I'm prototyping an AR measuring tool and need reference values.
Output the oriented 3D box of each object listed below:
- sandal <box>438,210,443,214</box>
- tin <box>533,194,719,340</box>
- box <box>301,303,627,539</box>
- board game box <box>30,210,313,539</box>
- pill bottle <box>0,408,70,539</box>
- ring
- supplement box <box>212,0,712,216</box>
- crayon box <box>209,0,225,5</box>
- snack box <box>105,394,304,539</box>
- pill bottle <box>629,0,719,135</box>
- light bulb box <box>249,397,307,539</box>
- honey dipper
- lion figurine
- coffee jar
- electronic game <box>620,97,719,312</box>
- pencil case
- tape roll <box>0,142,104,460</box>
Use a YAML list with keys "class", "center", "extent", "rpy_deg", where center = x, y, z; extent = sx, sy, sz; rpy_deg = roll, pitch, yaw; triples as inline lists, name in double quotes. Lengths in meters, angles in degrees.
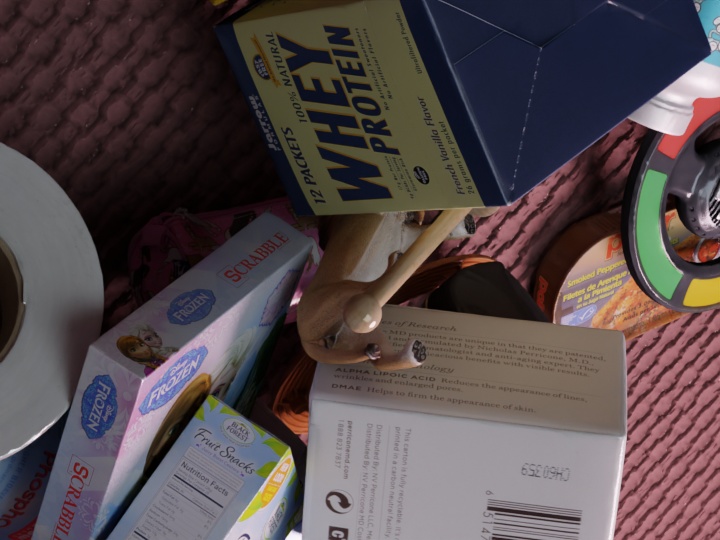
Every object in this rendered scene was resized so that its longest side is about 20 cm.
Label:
- class: "sandal"
  center: [0.027, -0.108, 1.507]
  extent: [0.054, 0.082, 0.201]
  rpy_deg: [-21, 126, 4]
- class: "tin"
  center: [0.221, -0.006, 1.757]
  extent: [0.199, 0.042, 0.113]
  rpy_deg: [-21, 133, -27]
- class: "box"
  center: [0.064, 0.143, 1.429]
  extent: [0.199, 0.131, 0.200]
  rpy_deg: [6, 117, 4]
- class: "board game box"
  center: [-0.119, 0.087, 1.372]
  extent: [0.200, 0.041, 0.200]
  rpy_deg: [-41, 158, -51]
- class: "pill bottle"
  center: [-0.236, 0.113, 1.422]
  extent: [0.200, 0.109, 0.109]
  rpy_deg: [30, 98, -46]
- class: "ring"
  center: [0.024, 0.059, 1.600]
  extent: [0.200, 0.019, 0.201]
  rpy_deg: [-28, 156, -14]
- class: "supplement box"
  center: [0.061, -0.139, 1.340]
  extent: [0.200, 0.199, 0.135]
  rpy_deg: [-35, 111, -33]
- class: "crayon box"
  center: [-0.039, -0.237, 1.313]
  extent: [0.127, 0.051, 0.200]
  rpy_deg: [-31, 160, -36]
- class: "snack box"
  center: [-0.117, 0.193, 1.381]
  extent: [0.201, 0.067, 0.169]
  rpy_deg: [-56, 168, -13]
- class: "pill bottle"
  center: [0.241, -0.201, 1.586]
  extent: [0.110, 0.111, 0.201]
  rpy_deg: [7, 114, -41]
- class: "light bulb box"
  center: [-0.105, 0.214, 1.583]
  extent: [0.198, 0.125, 0.200]
  rpy_deg: [-40, 135, -10]
- class: "honey dipper"
  center: [0.044, -0.019, 1.324]
  extent: [0.200, 0.038, 0.038]
  rpy_deg: [-48, 146, -45]
- class: "lion figurine"
  center: [0.000, 0.000, 1.389]
  extent: [0.073, 0.122, 0.200]
  rpy_deg: [57, 39, -23]
- class: "coffee jar"
  center: [0.056, 0.089, 1.545]
  extent: [0.085, 0.104, 0.200]
  rpy_deg: [-12, 148, -50]
- class: "electronic game"
  center: [0.277, -0.062, 1.711]
  extent: [0.199, 0.042, 0.201]
  rpy_deg: [-17, 120, -31]
- class: "pencil case"
  center: [-0.055, -0.010, 1.503]
  extent: [0.199, 0.083, 0.087]
  rpy_deg: [-12, 152, -32]
- class: "tape roll"
  center: [-0.251, 0.021, 1.293]
  extent: [0.201, 0.071, 0.204]
  rpy_deg: [3, 80, -17]
